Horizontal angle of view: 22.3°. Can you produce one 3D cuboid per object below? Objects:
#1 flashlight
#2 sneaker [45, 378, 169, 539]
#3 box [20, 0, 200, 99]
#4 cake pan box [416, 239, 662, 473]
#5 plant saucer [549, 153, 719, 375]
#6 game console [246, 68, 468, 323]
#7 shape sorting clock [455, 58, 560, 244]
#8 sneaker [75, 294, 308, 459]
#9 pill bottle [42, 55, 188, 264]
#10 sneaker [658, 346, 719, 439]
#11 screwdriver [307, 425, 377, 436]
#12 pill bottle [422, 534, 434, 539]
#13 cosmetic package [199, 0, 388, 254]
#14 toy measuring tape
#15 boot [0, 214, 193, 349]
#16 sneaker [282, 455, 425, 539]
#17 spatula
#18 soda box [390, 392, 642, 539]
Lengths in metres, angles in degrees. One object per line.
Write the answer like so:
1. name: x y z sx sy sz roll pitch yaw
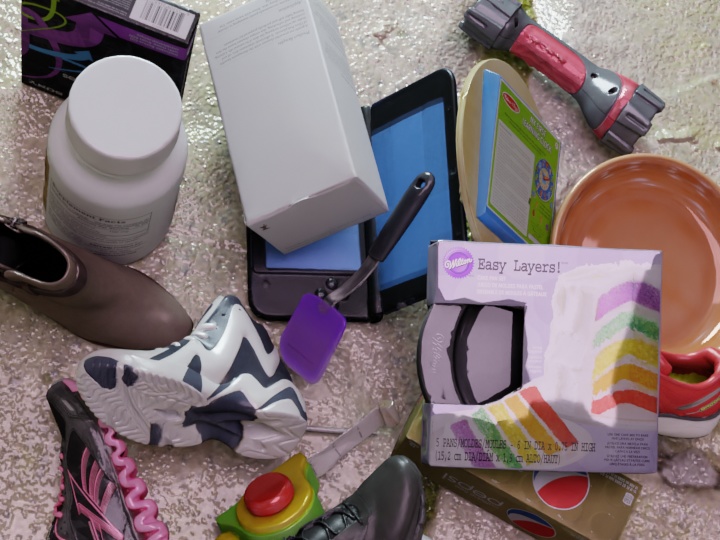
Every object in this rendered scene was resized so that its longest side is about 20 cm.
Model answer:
1. flashlight: 0.182 -0.185 1.676 0.200 0.068 0.068 35 69 2
2. sneaker: -0.216 0.183 1.454 0.095 0.079 0.201 -26 75 -8
3. box: -0.212 -0.184 1.521 0.142 0.200 0.036 21 70 -3
4. cake pan box: 0.143 0.070 1.476 0.199 0.052 0.185 4 85 -7
5. plant saucer: 0.257 -0.003 1.625 0.199 0.037 0.202 4 77 -16
6. game console: -0.008 -0.067 1.563 0.170 0.118 0.201 1 69 -12
7. shape sorting clock: 0.125 -0.083 1.575 0.039 0.200 0.201 -3 64 29
8. sneaker: -0.140 0.072 1.475 0.198 0.080 0.130 11 39 -24
9. pill bottle: -0.199 -0.090 1.486 0.114 0.200 0.115 4 68 -10
10. sneaker: 0.222 0.091 1.542 0.199 0.085 0.077 -2 38 -19
11. screwdriver: -0.081 0.127 1.522 0.199 0.029 0.028 5 69 -9
12. pill bottle: 0.116 0.291 1.456 0.199 0.109 0.110 29 66 0
13. cosmetic package: -0.058 -0.130 1.547 0.107 0.085 0.201 -20 66 15
14. toy measuring tape: -0.035 0.179 1.485 0.200 0.074 0.074 -34 79 -18
15. boot: -0.232 0.010 1.467 0.199 0.146 0.071 19 81 0
16. sneaker: -0.024 0.227 1.425 0.091 0.076 0.201 34 89 -31
17. spatula: 0.000 0.000 1.514 0.056 0.021 0.200 34 86 34
18. soda box: 0.130 0.169 1.530 0.199 0.064 0.068 29 66 0
